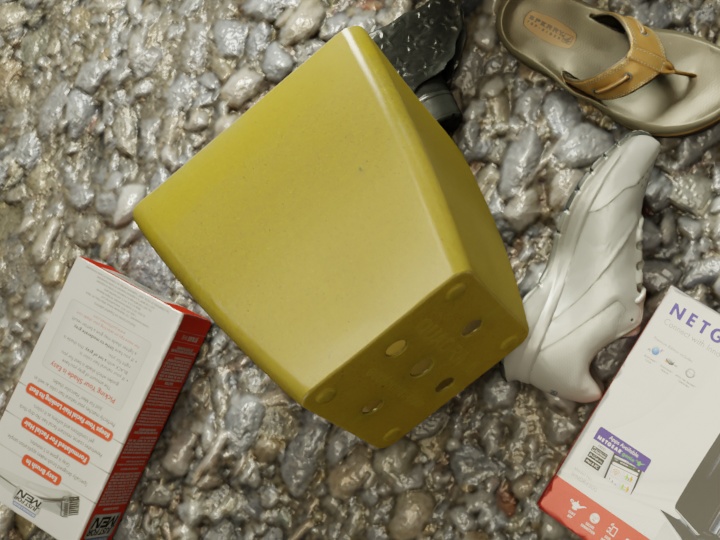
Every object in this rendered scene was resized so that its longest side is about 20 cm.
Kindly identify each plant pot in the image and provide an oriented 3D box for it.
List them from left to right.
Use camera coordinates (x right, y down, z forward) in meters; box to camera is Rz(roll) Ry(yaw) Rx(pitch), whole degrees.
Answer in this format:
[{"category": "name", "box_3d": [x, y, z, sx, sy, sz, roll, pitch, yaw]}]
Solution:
[{"category": "plant pot", "box_3d": [0.000, 0.000, 0.815, 0.199, 0.200, 0.178, -37, 58, 9]}]

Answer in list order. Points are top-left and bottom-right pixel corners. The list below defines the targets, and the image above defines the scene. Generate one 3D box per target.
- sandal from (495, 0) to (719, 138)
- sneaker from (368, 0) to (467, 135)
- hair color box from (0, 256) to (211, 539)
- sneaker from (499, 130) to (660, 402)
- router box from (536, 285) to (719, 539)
[{"category": "sandal", "box_3d": [0.184, -0.159, 0.878, 0.198, 0.054, 0.081, 29, 91, 20]}, {"category": "sneaker", "box_3d": [0.003, -0.133, 0.932, 0.197, 0.060, 0.106, -25, 76, 7]}, {"category": "hair color box", "box_3d": [-0.214, 0.106, 0.960, 0.110, 0.064, 0.203, 26, 88, 18]}, {"category": "sneaker", "box_3d": [0.172, 0.000, 0.855, 0.086, 0.074, 0.203, 25, 98, 14]}, {"category": "router box", "box_3d": [0.249, 0.140, 0.812, 0.198, 0.049, 0.181, 32, 92, 20]}]
